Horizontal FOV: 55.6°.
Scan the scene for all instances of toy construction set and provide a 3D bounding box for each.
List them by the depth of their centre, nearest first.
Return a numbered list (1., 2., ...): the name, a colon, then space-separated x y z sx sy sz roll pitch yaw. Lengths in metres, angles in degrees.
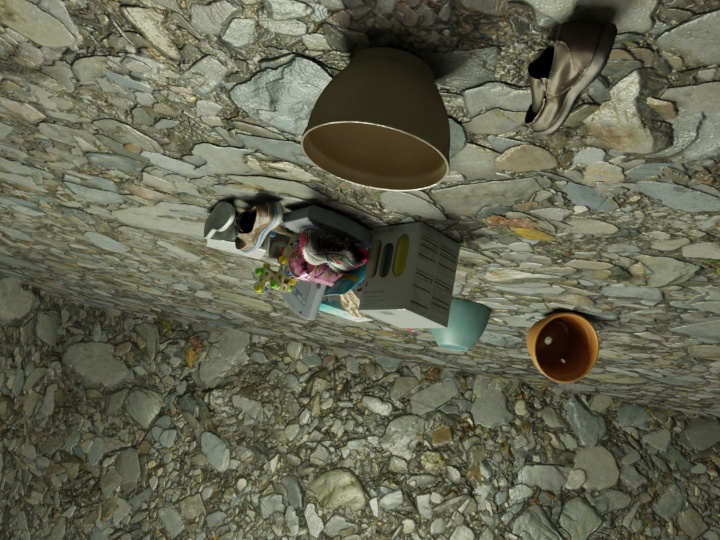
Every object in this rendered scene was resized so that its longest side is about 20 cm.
1. toy construction set: -0.192 -0.032 1.643 0.130 0.202 0.092 16 -167 33

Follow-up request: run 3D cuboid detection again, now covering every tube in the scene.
1. tube: 0.000 0.000 1.608 0.051 0.200 0.077 55 149 -14

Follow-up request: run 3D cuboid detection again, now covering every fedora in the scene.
1. fedora: -0.165 -0.050 1.737 0.198 0.091 0.177 14 165 -7

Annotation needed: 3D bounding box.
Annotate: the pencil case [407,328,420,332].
1. pencil case: 0.154 0.138 2.228 0.088 0.089 0.200 4 166 27

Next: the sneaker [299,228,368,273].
1. sneaker: -0.062 -0.052 1.511 0.074 0.081 0.199 -18 159 33

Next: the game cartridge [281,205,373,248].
1. game cartridge: -0.071 -0.096 1.581 0.199 0.041 0.133 23 165 -37

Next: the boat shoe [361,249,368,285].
1. boat shoe: 0.030 0.030 1.758 0.074 0.065 0.203 -3 124 43

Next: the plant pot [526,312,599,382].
1. plant pot: 0.578 0.216 2.012 0.198 0.202 0.140 14 -178 -9

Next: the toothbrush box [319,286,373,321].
1. toothbrush box: -0.052 0.047 1.911 0.199 0.148 0.085 18 164 -29

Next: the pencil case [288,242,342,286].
1. pencil case: -0.090 -0.008 1.610 0.086 0.083 0.200 39 -170 28

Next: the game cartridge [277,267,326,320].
1. game cartridge: -0.162 0.040 1.835 0.041 0.134 0.200 5 -154 -39

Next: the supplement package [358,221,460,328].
1. supplement package: 0.112 0.015 1.555 0.150 0.202 0.151 25 160 -40

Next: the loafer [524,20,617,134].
1. loafer: 0.234 -0.235 0.816 0.071 0.073 0.200 22 160 1

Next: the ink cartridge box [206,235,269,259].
1. ink cartridge box: -0.339 -0.079 1.879 0.161 0.051 0.200 14 173 -12

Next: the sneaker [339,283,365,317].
1. sneaker: -0.021 0.026 1.805 0.071 0.113 0.201 -4 133 30

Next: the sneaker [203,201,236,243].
1. sneaker: -0.311 -0.117 1.668 0.098 0.071 0.200 6 166 -27

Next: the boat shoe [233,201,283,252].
1. boat shoe: -0.254 -0.105 1.580 0.072 0.073 0.200 4 150 -35

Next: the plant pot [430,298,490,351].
1. plant pot: 0.302 0.178 2.149 0.198 0.136 0.200 10 165 3

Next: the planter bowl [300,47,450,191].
1. planter bowl: 0.030 -0.209 0.914 0.198 0.136 0.200 10 166 3
